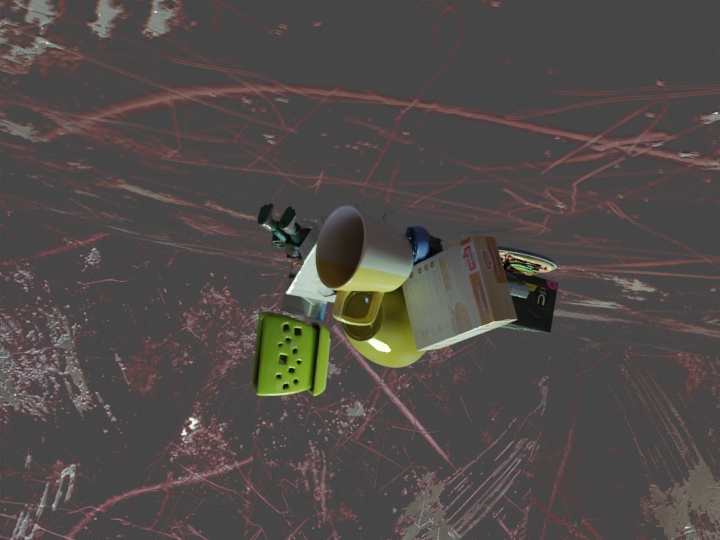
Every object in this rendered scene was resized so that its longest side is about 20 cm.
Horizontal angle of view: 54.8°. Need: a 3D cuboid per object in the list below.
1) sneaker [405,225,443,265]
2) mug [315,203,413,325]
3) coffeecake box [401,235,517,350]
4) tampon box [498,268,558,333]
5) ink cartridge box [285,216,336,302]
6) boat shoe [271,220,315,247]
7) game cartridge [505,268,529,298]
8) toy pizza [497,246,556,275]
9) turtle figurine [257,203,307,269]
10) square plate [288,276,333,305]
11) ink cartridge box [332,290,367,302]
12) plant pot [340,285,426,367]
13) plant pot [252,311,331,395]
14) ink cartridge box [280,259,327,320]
[{"bbox_3d":[0.129,-0.046,1.358,0.075,0.072,0.200,-10,170,-3],"label":"sneaker"},{"bbox_3d":[0.008,-0.015,1.279,0.150,0.189,0.151,13,-148,-39],"label":"mug"},{"bbox_3d":[0.176,0.046,1.286,0.072,0.158,0.198,-1,162,-41],"label":"coffeecake box"},{"bbox_3d":[0.361,0.074,1.715,0.146,0.130,0.199,13,174,-24],"label":"tampon box"},{"bbox_3d":[-0.044,-0.015,1.453,0.196,0.178,0.045,12,-144,-39],"label":"ink cartridge box"},{"bbox_3d":[-0.125,-0.073,1.603,0.196,0.062,0.075,7,173,39],"label":"boat shoe"},{"bbox_3d":[0.280,0.010,1.520,0.126,0.039,0.200,17,-170,-9],"label":"game cartridge"},{"bbox_3d":[0.301,-0.016,1.422,0.194,0.033,0.200,12,175,1],"label":"toy pizza"},{"bbox_3d":[-0.123,-0.068,1.459,0.146,0.104,0.199,-8,154,28],"label":"turtle figurine"},{"bbox_3d":[-0.068,-0.005,1.657,0.029,0.197,0.200,52,-177,21],"label":"square plate"},{"bbox_3d":[0.000,0.000,1.600,0.076,0.138,0.199,41,-170,30],"label":"ink cartridge box"},{"bbox_3d":[0.038,0.093,1.397,0.195,0.207,0.141,8,179,32],"label":"plant pot"},{"bbox_3d":[-0.178,0.217,1.787,0.176,0.206,0.200,7,176,-12],"label":"plant pot"},{"bbox_3d":[-0.129,0.019,1.818,0.082,0.206,0.146,12,175,14],"label":"ink cartridge box"}]
